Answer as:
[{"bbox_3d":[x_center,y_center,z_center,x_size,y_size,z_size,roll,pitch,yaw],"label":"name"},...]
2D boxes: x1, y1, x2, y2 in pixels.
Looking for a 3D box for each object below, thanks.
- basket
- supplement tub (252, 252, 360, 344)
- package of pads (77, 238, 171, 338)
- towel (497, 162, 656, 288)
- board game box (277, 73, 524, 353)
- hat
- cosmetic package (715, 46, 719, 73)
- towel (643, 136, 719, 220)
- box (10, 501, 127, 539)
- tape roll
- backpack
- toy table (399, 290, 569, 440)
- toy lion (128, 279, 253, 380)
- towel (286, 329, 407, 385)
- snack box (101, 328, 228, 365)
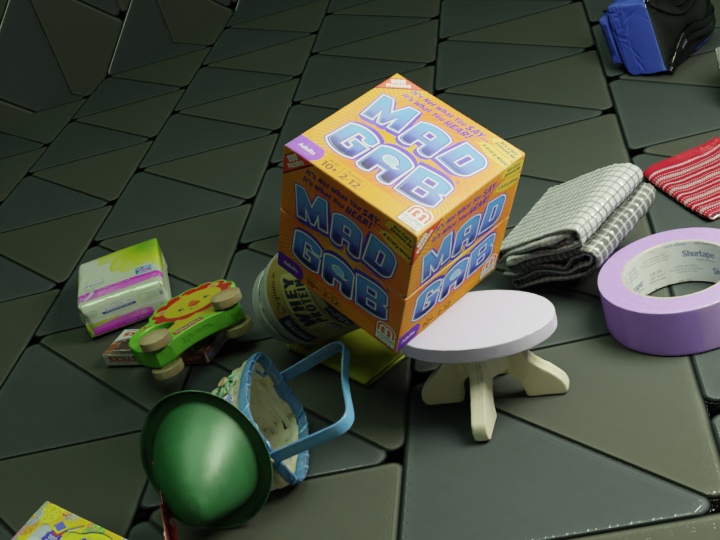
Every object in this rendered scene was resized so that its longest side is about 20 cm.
[{"bbox_3d":[-0.098,0.178,1.369,0.199,0.139,0.177,-26,25,9],"label":"basket"},{"bbox_3d":[-0.047,0.021,1.540,0.200,0.145,0.144,-25,14,50],"label":"supplement tub"},{"bbox_3d":[-0.409,0.030,1.933,0.154,0.068,0.200,-20,26,-4],"label":"package of pads"},{"bbox_3d":[0.297,-0.055,1.560,0.166,0.086,0.200,-45,12,-28],"label":"towel"},{"bbox_3d":[0.042,-0.071,1.340,0.200,0.200,0.200,36,53,24],"label":"board game box"},{"bbox_3d":[-0.200,0.253,1.237,0.166,0.200,0.176,-40,-1,24],"label":"hat"},{"bbox_3d":[0.706,-0.342,1.874,0.199,0.090,0.107,-13,24,19],"label":"cosmetic package"},{"bbox_3d":[0.531,-0.140,1.683,0.144,0.023,0.200,-23,27,-5],"label":"towel"},{"bbox_3d":[-0.235,0.348,1.065,0.199,0.193,0.122,9,49,43],"label":"box"},{"bbox_3d":[0.404,0.024,1.413,0.199,0.066,0.200,-15,26,8],"label":"tape roll"},{"bbox_3d":[0.570,-0.487,2.150,0.200,0.163,0.168,-35,28,-27],"label":"backpack"},{"bbox_3d":[0.149,0.105,1.369,0.199,0.118,0.184,0,32,32],"label":"toy table"},{"bbox_3d":[-0.266,0.077,1.712,0.200,0.069,0.191,-31,22,-25],"label":"toy lion"},{"bbox_3d":[-0.020,0.111,1.584,0.086,0.018,0.200,-37,32,-23],"label":"towel"},{"bbox_3d":[-0.303,0.117,1.745,0.199,0.024,0.072,-4,29,27],"label":"snack box"}]
